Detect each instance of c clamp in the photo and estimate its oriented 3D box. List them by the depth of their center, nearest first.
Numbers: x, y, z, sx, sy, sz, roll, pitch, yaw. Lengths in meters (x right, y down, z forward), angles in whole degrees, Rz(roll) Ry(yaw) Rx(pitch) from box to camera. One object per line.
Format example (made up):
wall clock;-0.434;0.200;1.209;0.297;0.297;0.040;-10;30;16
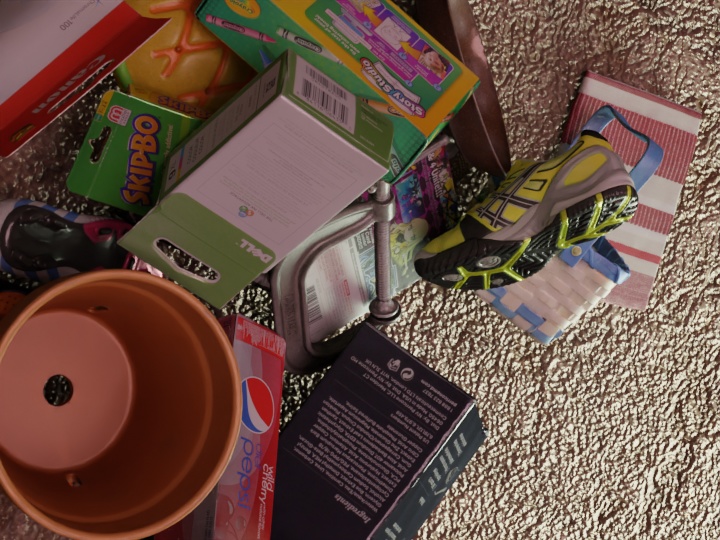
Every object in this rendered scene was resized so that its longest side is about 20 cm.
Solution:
c clamp;0.000;0.000;1.586;0.171;0.027;0.200;-26;142;-27

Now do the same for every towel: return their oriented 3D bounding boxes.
towel;0.235;-0.072;1.837;0.144;0.023;0.200;16;91;-29

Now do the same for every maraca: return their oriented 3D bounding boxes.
maraca;-0.127;-0.157;1.560;0.137;0.107;0.200;-52;121;-30

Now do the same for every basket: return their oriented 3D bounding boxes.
basket;0.178;-0.048;1.711;0.139;0.176;0.200;39;97;-14

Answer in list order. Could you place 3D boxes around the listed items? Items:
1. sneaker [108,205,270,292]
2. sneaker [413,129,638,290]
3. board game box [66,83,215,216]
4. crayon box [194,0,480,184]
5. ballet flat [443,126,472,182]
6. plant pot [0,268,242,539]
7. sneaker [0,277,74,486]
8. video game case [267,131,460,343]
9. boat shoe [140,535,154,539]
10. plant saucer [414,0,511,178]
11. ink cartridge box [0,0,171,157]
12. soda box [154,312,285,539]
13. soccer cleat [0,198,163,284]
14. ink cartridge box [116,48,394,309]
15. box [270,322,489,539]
sneaker;-0.124;-0.054;1.611;0.200;0.078;0.090;27;87;-42
sneaker;0.132;-0.045;1.612;0.200;0.076;0.075;-24;151;22
board game box;-0.119;-0.074;1.514;0.200;0.030;0.096;17;118;-20
crayon box;-0.015;-0.171;1.512;0.200;0.058;0.119;41;37;0
ballet flat;0.040;-0.137;1.685;0.200;0.065;0.071;37;77;-32
plant pot;-0.207;0.096;1.477;0.200;0.140;0.200;-1;93;-27
sneaker;-0.263;0.087;1.559;0.112;0.078;0.200;-40;118;-14
video game case;-0.005;-0.060;1.624;0.181;0.036;0.200;-32;127;-24
boat shoe;-0.181;0.251;1.654;0.200;0.073;0.065;-28;124;-18
plant saucer;0.084;-0.170;1.650;0.034;0.200;0.200;-15;112;10
ink cartridge box;-0.243;-0.158;1.442;0.160;0.200;0.047;-42;116;-15
soda box;-0.109;0.139;1.531;0.063;0.070;0.200;28;57;-43
soccer cleat;-0.238;-0.020;1.561;0.200;0.086;0.070;24;82;-55
ink cartridge box;-0.080;-0.066;1.465;0.104;0.059;0.200;34;127;-25
box;0.000;0.169;1.642;0.117;0.197;0.200;35;83;13
